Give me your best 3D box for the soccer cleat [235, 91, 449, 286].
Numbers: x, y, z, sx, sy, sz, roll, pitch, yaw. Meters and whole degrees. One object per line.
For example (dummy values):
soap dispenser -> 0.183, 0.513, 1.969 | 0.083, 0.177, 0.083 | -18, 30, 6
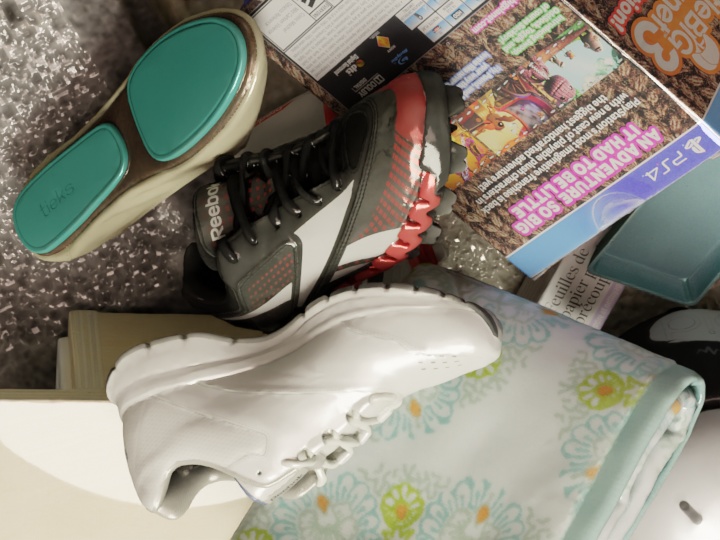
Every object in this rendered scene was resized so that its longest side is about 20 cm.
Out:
soccer cleat -> 0.000, 0.000, 1.438 | 0.085, 0.069, 0.200 | -17, 112, 14

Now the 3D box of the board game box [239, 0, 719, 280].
board game box -> 0.070, -0.118, 1.317 | 0.200, 0.097, 0.159 | 40, 141, -12

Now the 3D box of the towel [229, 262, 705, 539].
towel -> 0.046, 0.102, 1.323 | 0.200, 0.171, 0.048 | -55, 148, -17

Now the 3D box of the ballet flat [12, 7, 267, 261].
ballet flat -> -0.096, -0.067, 1.370 | 0.069, 0.070, 0.200 | 40, 132, -19

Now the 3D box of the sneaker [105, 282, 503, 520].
sneaker -> -0.023, 0.064, 1.316 | 0.199, 0.087, 0.074 | -18, 153, 19

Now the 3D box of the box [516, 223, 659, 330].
box -> 0.139, -0.044, 1.436 | 0.039, 0.041, 0.200 | 23, 111, -13

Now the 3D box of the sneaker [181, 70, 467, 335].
sneaker -> -0.023, -0.030, 1.315 | 0.098, 0.071, 0.200 | 13, 143, -23

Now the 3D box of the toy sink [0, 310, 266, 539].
toy sink -> -0.108, 0.099, 1.449 | 0.199, 0.112, 0.131 | 0, 115, -9

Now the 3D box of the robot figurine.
robot figurine -> 0.174, 0.098, 1.415 | 0.150, 0.200, 0.125 | -1, 115, -3

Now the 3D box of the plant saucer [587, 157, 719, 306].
plant saucer -> 0.191, -0.061, 1.374 | 0.070, 0.019, 0.200 | 18, 128, -26
